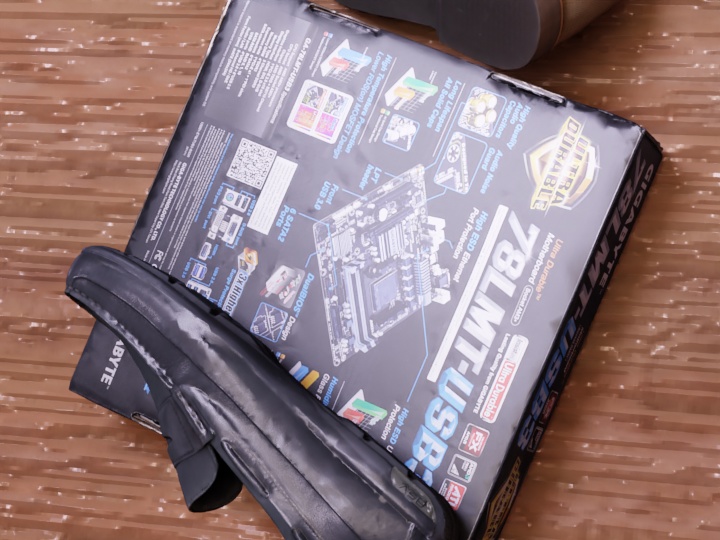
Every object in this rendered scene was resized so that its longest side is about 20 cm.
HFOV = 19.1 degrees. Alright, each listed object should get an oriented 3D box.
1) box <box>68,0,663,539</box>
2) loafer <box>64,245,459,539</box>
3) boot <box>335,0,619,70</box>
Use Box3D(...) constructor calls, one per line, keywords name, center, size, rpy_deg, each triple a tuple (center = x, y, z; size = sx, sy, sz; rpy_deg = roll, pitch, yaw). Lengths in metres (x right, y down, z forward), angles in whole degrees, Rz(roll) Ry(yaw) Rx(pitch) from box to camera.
Box3D(name="box", center=(0.000, 0.000, 0.915), size=(0.198, 0.050, 0.201), rpy_deg=(22, 89, 20))
Box3D(name="loafer", center=(-0.051, 0.065, 0.861), size=(0.200, 0.068, 0.070), rpy_deg=(40, 87, 17))
Box3D(name="boot", center=(0.031, -0.151, 0.935), size=(0.075, 0.074, 0.200), rpy_deg=(-28, 48, -33))
